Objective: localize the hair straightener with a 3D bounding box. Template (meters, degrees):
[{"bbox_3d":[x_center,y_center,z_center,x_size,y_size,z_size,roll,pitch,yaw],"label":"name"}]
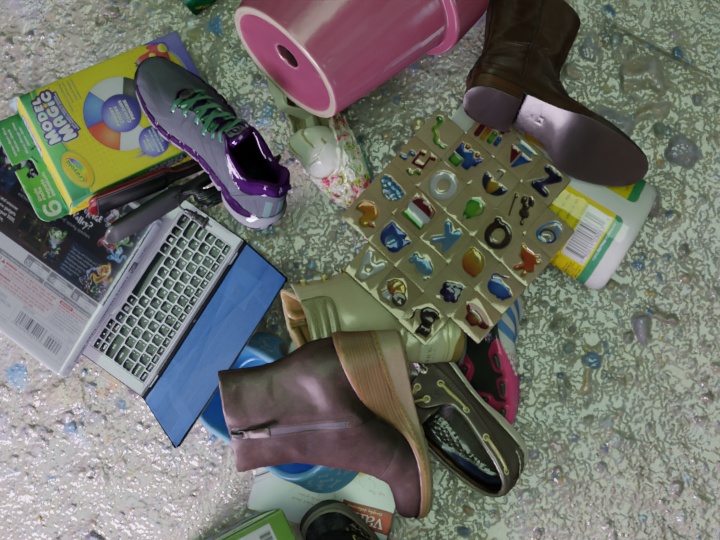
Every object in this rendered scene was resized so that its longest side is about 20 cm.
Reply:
[{"bbox_3d":[-0.158,-0.070,1.255,0.198,0.041,0.077,-23,70,-24],"label":"hair straightener"}]

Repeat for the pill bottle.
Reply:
[{"bbox_3d":[0.167,-0.079,1.222,0.199,0.113,0.114,31,91,5],"label":"pill bottle"}]

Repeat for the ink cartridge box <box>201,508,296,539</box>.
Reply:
[{"bbox_3d":[-0.096,0.306,1.210,0.075,0.200,0.149,-24,86,-19],"label":"ink cartridge box"}]

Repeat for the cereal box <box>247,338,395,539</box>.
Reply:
[{"bbox_3d":[-0.017,0.153,1.267,0.142,0.040,0.203,14,89,6],"label":"cereal box"}]

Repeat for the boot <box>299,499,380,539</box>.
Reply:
[{"bbox_3d":[0.031,0.307,1.178,0.073,0.151,0.200,-41,110,4],"label":"boot"}]

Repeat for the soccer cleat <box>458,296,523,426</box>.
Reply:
[{"bbox_3d":[0.130,0.067,1.244,0.069,0.086,0.203,8,112,34],"label":"soccer cleat"}]

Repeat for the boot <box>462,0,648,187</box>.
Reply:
[{"bbox_3d":[0.190,-0.183,1.203,0.185,0.201,0.064,27,132,-7],"label":"boot"}]

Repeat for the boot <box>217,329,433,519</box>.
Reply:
[{"bbox_3d":[-0.028,0.148,1.132,0.164,0.073,0.202,-15,117,-4],"label":"boot"}]

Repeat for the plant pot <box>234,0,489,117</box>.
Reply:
[{"bbox_3d":[-0.010,-0.246,1.181,0.200,0.200,0.179,42,75,5],"label":"plant pot"}]

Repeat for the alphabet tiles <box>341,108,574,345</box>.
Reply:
[{"bbox_3d":[0.086,-0.041,1.155,0.166,0.006,0.200,42,82,7],"label":"alphabet tiles"}]

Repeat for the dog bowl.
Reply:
[{"bbox_3d":[-0.080,0.131,1.226,0.199,0.049,0.113,27,96,32],"label":"dog bowl"}]

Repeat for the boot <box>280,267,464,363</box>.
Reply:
[{"bbox_3d":[0.000,0.000,1.196,0.153,0.073,0.202,-8,66,-14],"label":"boot"}]

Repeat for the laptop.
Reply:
[{"bbox_3d":[-0.192,0.032,1.250,0.199,0.116,0.188,34,91,6],"label":"laptop"}]

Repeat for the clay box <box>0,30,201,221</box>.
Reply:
[{"bbox_3d":[-0.241,-0.139,1.258,0.198,0.048,0.116,-28,85,-22],"label":"clay box"}]

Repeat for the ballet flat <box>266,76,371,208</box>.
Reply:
[{"bbox_3d":[-0.053,-0.148,1.264,0.075,0.064,0.202,-30,79,39],"label":"ballet flat"}]

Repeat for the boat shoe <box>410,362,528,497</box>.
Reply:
[{"bbox_3d":[0.070,0.129,1.204,0.200,0.059,0.072,44,117,3],"label":"boat shoe"}]

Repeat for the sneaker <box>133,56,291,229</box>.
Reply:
[{"bbox_3d":[-0.131,-0.136,1.213,0.074,0.088,0.200,-40,85,-27],"label":"sneaker"}]

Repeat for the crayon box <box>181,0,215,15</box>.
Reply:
[{"bbox_3d":[-0.172,-0.373,1.291,0.118,0.058,0.201,-33,85,4],"label":"crayon box"}]

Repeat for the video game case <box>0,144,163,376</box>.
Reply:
[{"bbox_3d":[-0.319,-0.025,1.293,0.199,0.023,0.183,33,91,17],"label":"video game case"}]
